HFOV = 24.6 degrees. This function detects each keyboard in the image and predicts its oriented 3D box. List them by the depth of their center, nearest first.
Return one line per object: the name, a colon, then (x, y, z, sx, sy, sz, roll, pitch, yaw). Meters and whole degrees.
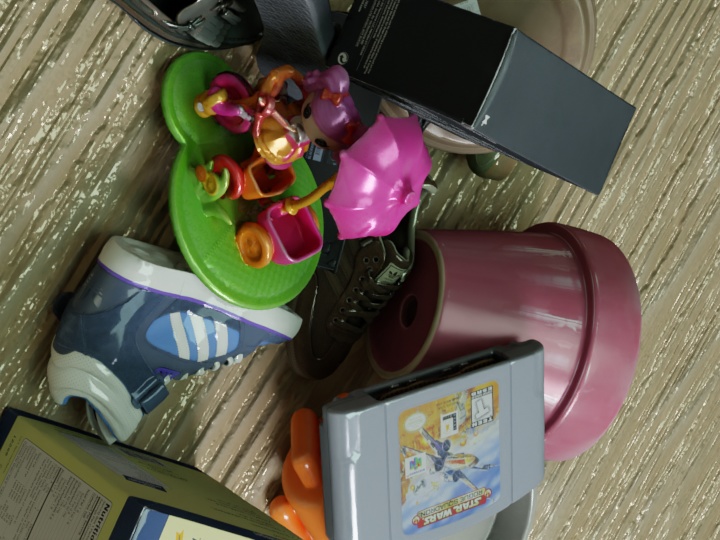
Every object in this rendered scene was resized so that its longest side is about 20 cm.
keyboard: (-0.007, -0.098, 1.309, 0.126, 0.021, 0.202, 15, 98, -1)

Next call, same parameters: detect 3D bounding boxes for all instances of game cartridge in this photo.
game cartridge: (0.061, 0.140, 1.275, 0.198, 0.041, 0.135, -16, 110, -29)

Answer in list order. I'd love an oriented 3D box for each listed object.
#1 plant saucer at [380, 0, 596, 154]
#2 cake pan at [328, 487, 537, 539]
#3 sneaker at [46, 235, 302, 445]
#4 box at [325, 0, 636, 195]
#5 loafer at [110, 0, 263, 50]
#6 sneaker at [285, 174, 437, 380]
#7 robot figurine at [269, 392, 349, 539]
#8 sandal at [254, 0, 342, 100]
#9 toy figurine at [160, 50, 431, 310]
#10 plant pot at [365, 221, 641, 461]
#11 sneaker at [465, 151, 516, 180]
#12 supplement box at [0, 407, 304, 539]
plant saucer: (0.096, -0.185, 1.331, 0.197, 0.030, 0.202, -2, 114, -5)
cake pan: (0.055, 0.200, 1.336, 0.198, 0.037, 0.203, -13, 113, -31)
sneaker: (-0.148, 0.066, 1.254, 0.199, 0.080, 0.148, 20, 100, -46)
box: (0.092, -0.133, 1.206, 0.199, 0.140, 0.080, 19, 99, -55)
loafer: (-0.135, -0.201, 1.173, 0.199, 0.063, 0.073, 20, 92, -43)
sneaker: (0.000, 0.000, 1.351, 0.070, 0.075, 0.202, 17, 94, -42)
robot figurine: (0.008, 0.196, 1.399, 0.144, 0.116, 0.201, -43, 128, -19)
sandal: (-0.037, -0.174, 1.199, 0.043, 0.076, 0.200, -57, 168, -18)
toy figurine: (-0.035, -0.085, 1.179, 0.150, 0.183, 0.202, -28, 99, -44)
plant pot: (0.110, 0.047, 1.399, 0.177, 0.200, 0.202, 15, 96, -27)
sneaker: (0.100, -0.180, 1.387, 0.089, 0.067, 0.203, 6, 103, -31)
supplement box: (-0.162, 0.217, 1.205, 0.199, 0.199, 0.136, 25, 89, -42)
